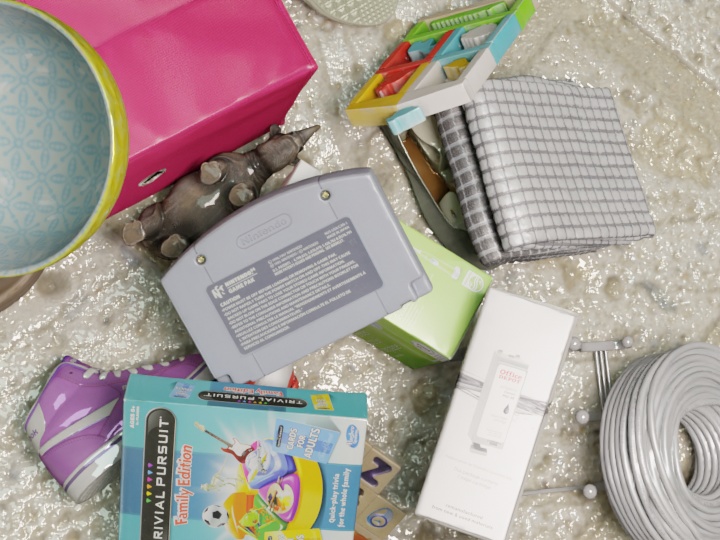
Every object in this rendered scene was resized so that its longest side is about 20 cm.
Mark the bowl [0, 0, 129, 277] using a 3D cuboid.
[{"bbox_3d":[-0.251,-0.101,1.074,0.198,0.108,0.202,2,97,17],"label":"bowl"}]

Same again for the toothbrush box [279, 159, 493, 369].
[{"bbox_3d":[0.000,0.000,1.275,0.199,0.146,0.087,32,78,-6],"label":"toothbrush box"}]

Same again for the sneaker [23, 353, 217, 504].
[{"bbox_3d":[-0.204,0.100,1.259,0.200,0.073,0.114,-35,74,-23],"label":"sneaker"}]

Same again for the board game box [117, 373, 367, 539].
[{"bbox_3d":[-0.100,0.172,1.193,0.198,0.047,0.152,5,113,-3],"label":"board game box"}]

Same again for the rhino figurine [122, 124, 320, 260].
[{"bbox_3d":[-0.119,-0.075,1.276,0.199,0.087,0.060,-35,93,0],"label":"rhino figurine"}]

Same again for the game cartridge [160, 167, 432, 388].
[{"bbox_3d":[-0.056,0.002,1.176,0.199,0.042,0.134,-26,98,9],"label":"game cartridge"}]

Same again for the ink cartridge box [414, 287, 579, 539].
[{"bbox_3d":[0.116,0.127,1.234,0.082,0.147,0.202,18,83,6],"label":"ink cartridge box"}]

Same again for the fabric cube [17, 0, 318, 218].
[{"bbox_3d":[-0.180,-0.189,1.240,0.198,0.196,0.201,-28,87,-16],"label":"fabric cube"}]

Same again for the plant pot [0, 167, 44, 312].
[{"bbox_3d":[-0.353,-0.061,1.198,0.198,0.173,0.202,2,81,-12],"label":"plant pot"}]

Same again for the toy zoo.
[{"bbox_3d":[0.069,-0.184,1.287,0.200,0.130,0.021,-54,125,-41],"label":"toy zoo"}]

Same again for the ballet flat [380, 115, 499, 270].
[{"bbox_3d":[0.079,-0.090,1.346,0.067,0.064,0.201,-32,89,-14],"label":"ballet flat"}]

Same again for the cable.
[{"bbox_3d":[0.305,0.170,1.322,0.200,0.069,0.201,45,56,-22],"label":"cable"}]

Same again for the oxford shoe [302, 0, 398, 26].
[{"bbox_3d":[-0.052,-0.287,1.344,0.198,0.058,0.076,16,102,-26],"label":"oxford shoe"}]

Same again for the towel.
[{"bbox_3d":[0.167,-0.092,1.325,0.199,0.085,0.167,-5,74,-42],"label":"towel"}]

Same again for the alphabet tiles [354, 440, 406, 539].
[{"bbox_3d":[-0.064,0.213,1.242,0.166,0.006,0.200,36,108,-15],"label":"alphabet tiles"}]

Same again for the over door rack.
[{"bbox_3d":[0.172,0.140,1.330,0.198,0.067,0.149,-3,82,-12],"label":"over door rack"}]

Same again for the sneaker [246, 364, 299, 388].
[{"bbox_3d":[-0.068,0.141,1.264,0.107,0.067,0.203,22,98,-9],"label":"sneaker"}]
